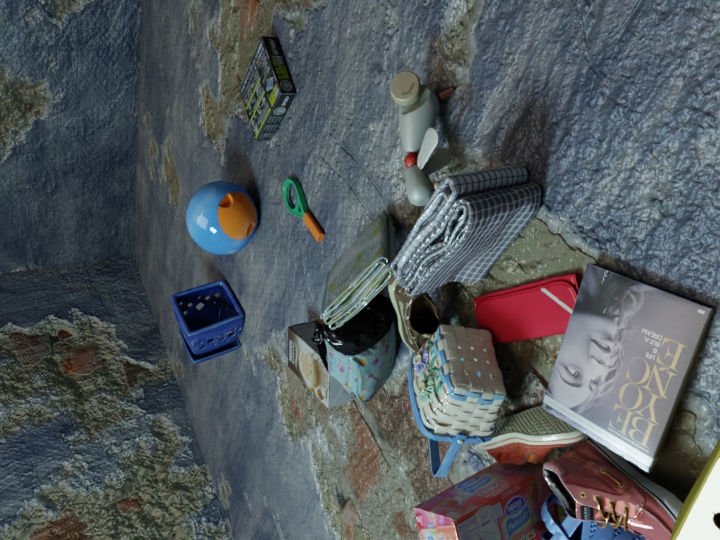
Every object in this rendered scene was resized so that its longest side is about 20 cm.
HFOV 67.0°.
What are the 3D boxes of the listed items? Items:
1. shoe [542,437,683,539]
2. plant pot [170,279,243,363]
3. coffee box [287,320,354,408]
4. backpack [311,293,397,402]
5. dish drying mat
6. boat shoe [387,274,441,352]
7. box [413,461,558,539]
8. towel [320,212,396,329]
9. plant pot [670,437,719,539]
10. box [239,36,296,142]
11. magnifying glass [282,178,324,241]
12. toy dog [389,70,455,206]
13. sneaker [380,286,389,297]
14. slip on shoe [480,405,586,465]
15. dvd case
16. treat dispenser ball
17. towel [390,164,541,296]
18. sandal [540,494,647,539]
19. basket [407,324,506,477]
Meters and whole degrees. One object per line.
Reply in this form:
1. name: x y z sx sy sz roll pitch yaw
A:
1. shoe: 0.300 0.279 0.636 0.200 0.089 0.073 -131 21 -66
2. plant pot: -0.513 0.182 1.833 0.200 0.196 0.183 48 143 38
3. coffee box: -0.095 0.218 1.293 0.199 0.078 0.117 30 123 50
4. backpack: -0.004 0.157 1.065 0.126 0.165 0.203 41 147 32
5. dish drying mat: 0.239 0.060 0.787 0.199 0.018 0.079 -23 81 57
6. boat shoe: 0.101 0.090 0.892 0.075 0.074 0.204 47 171 47
7. box: 0.185 0.363 0.792 0.094 0.196 0.105 -16 87 56
8. towel: 0.000 0.000 0.981 0.171 0.048 0.201 -44 19 22
9. plant pot: 0.386 0.210 0.461 0.199 0.173 0.205 38 130 45
10. box: -0.234 -0.444 1.349 0.200 0.043 0.164 -40 66 54
11. magnifying glass: -0.139 -0.145 1.313 0.202 0.022 0.081 57 141 34
12. toy dog: 0.109 -0.210 0.846 0.094 0.132 0.206 -10 97 18
13. sneaker: 0.074 0.005 0.959 0.199 0.094 0.081 -32 75 57
14. slip on shoe: 0.253 0.242 0.784 0.062 0.074 0.200 51 143 1
15. dvd case: 0.310 0.112 0.654 0.148 0.016 0.205 28 112 47
16. treat dispenser ball: -0.389 -0.147 1.529 0.199 0.197 0.206 22 118 52
17. towel: 0.146 -0.049 0.768 0.086 0.163 0.201 55 141 22
18. sandal: 0.307 0.339 0.709 0.199 0.078 0.089 -32 69 49
19. basket: 0.139 0.194 0.851 0.179 0.135 0.203 -95 13 -50
